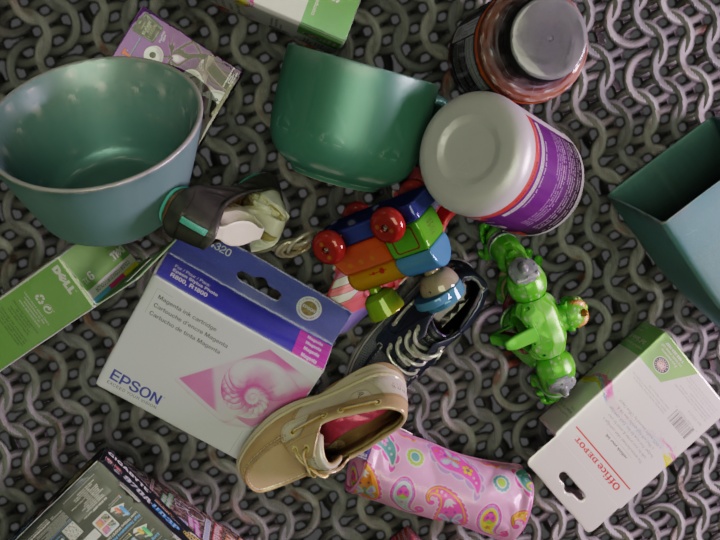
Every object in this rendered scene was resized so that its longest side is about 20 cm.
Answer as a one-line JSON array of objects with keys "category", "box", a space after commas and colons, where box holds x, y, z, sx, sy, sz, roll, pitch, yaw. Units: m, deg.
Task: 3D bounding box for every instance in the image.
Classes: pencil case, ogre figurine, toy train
[{"category": "pencil case", "box": [0.082, 0.220, 1.146, 0.198, 0.087, 0.089, 20, 96, -7]}, {"category": "ogre figurine", "box": [0.176, 0.052, 1.111, 0.097, 0.120, 0.203, -2, 99, -5]}, {"category": "toy train", "box": [0.000, 0.000, 1.054, 0.198, 0.085, 0.117, -20, 105, 34]}]

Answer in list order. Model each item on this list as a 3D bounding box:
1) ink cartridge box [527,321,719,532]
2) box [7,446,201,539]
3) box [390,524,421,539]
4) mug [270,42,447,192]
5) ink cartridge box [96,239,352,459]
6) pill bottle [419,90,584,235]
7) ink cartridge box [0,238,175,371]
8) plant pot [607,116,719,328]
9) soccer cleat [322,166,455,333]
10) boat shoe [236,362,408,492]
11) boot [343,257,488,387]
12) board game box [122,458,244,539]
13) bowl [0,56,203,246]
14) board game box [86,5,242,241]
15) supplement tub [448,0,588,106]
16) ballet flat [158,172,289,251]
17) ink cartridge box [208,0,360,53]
[{"category": "ink cartridge box", "box": [0.275, 0.167, 1.163, 0.200, 0.067, 0.117, -42, 100, 1]}, {"category": "box", "box": [-0.263, 0.296, 1.044, 0.200, 0.046, 0.159, -44, 100, 2]}, {"category": "box", "box": [0.056, 0.359, 1.104, 0.100, 0.200, 0.096, -41, 102, 2]}, {"category": "mug", "box": [0.004, -0.139, 1.050, 0.183, 0.152, 0.116, 15, 100, -8]}, {"category": "ink cartridge box", "box": [-0.139, 0.079, 1.097, 0.195, 0.043, 0.201, 29, 114, -8]}, {"category": "pill bottle", "box": [0.145, -0.095, 1.043, 0.111, 0.199, 0.114, -4, 81, 30]}, {"category": "ink cartridge box", "box": [-0.280, 0.014, 1.038, 0.199, 0.104, 0.060, -31, 101, 22]}, {"category": "plant pot", "box": [0.381, -0.026, 1.112, 0.141, 0.141, 0.201, -35, 108, 1]}, {"category": "soccer cleat", "box": [0.034, -0.013, 1.106, 0.076, 0.067, 0.201, 35, 90, 27]}, {"category": "boat shoe", "box": [-0.039, 0.167, 1.079, 0.199, 0.069, 0.074, -35, 123, 12]}, {"category": "boot", "box": [0.052, 0.073, 1.116, 0.072, 0.090, 0.201, 35, 94, -9]}, {"category": "board game box", "box": [-0.215, 0.325, 1.126, 0.199, 0.097, 0.160, 37, 94, -9]}, {"category": "bowl", "box": [-0.235, -0.099, 1.004, 0.198, 0.202, 0.106, -9, 135, -4]}, {"category": "board game box", "box": [-0.219, -0.146, 1.092, 0.119, 0.032, 0.201, 31, 95, -5]}, {"category": "supplement tub", "box": [0.151, -0.209, 1.027, 0.105, 0.200, 0.109, -1, 96, -7]}, {"category": "ballet flat", "box": [-0.113, -0.048, 1.030, 0.068, 0.200, 0.069, 31, 112, 17]}, {"category": "ink cartridge box", "box": [-0.096, -0.284, 1.022, 0.198, 0.145, 0.085, 22, 95, -8]}]
